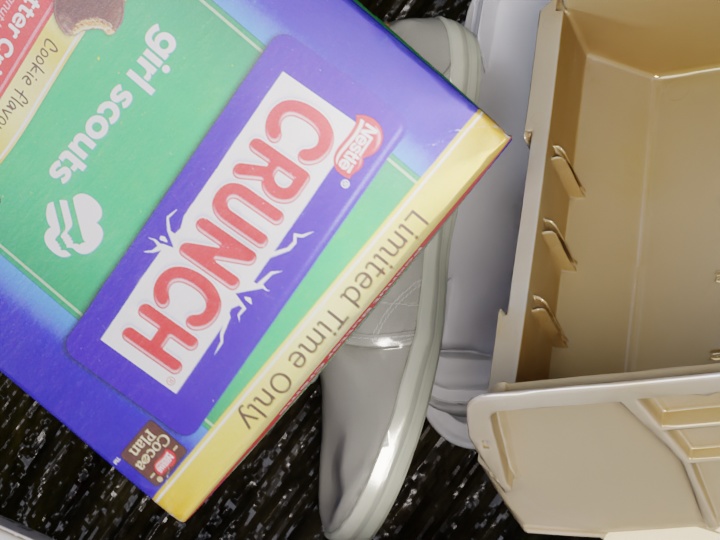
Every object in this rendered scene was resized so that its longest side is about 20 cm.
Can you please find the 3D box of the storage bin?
[{"bbox_3d":[0.137,-0.028,0.646,0.198,0.094,0.200,-7,52,23],"label":"storage bin"}]

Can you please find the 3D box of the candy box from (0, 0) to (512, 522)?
[{"bbox_3d":[-0.077,-0.044,0.721,0.200,0.077,0.169,40,97,-1],"label":"candy box"}]

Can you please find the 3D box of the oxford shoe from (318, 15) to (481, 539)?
[{"bbox_3d":[0.000,0.000,0.790,0.075,0.058,0.201,157,123,-69],"label":"oxford shoe"}]

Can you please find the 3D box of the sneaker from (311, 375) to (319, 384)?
[{"bbox_3d":[-0.096,0.021,0.870,0.200,0.080,0.074,-8,23,32],"label":"sneaker"}]

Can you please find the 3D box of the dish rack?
[{"bbox_3d":[0.095,-0.034,0.788,0.171,0.044,0.201,-1,72,34],"label":"dish rack"}]

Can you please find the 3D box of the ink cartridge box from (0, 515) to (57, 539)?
[{"bbox_3d":[-0.126,0.170,0.774,0.200,0.083,0.147,23,84,3],"label":"ink cartridge box"}]
